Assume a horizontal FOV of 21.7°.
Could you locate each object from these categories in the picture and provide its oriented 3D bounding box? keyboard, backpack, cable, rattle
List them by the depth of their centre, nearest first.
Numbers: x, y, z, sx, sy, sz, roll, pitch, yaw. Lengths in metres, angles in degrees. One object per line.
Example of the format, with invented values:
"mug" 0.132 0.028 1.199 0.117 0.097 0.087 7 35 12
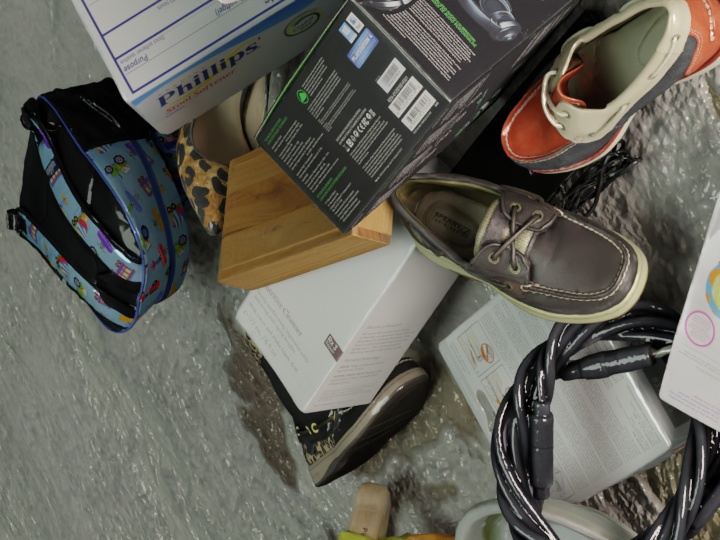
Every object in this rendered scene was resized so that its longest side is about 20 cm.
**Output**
"cable" 0.159 0.120 1.234 0.163 0.051 0.201 42 107 16
"keyboard" 0.137 -0.079 1.285 0.200 0.039 0.105 -50 59 44
"rattle" 0.040 0.268 1.617 0.201 0.141 0.131 90 177 -53
"backpack" -0.221 -0.055 1.719 0.200 0.134 0.183 50 142 27

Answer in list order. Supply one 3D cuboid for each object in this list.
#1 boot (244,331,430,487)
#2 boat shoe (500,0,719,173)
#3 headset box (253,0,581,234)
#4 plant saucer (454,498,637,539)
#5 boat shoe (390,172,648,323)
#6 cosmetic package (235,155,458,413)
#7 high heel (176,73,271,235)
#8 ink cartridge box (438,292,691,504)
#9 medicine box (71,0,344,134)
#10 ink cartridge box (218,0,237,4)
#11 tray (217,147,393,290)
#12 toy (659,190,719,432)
"boot" -0.025 0.082 1.573 0.151 0.073 0.200 60 151 14
"boat shoe" 0.150 -0.119 1.183 0.200 0.062 0.072 -32 73 47
"headset box" 0.051 -0.146 1.228 0.093 0.200 0.174 46 145 4
"plant saucer" 0.164 0.222 1.356 0.199 0.050 0.201 25 146 18
"boat shoe" 0.098 -0.018 1.246 0.199 0.065 0.074 16 81 41
"cosmetic package" 0.000 0.000 1.430 0.113 0.081 0.201 51 127 29
"high heel" -0.101 -0.140 1.488 0.143 0.071 0.202 112 166 -52
"ink cartridge box" 0.149 0.081 1.347 0.163 0.050 0.200 61 151 10
"medicine box" -0.133 -0.241 1.427 0.201 0.181 0.103 60 -177 13
"ink cartridge box" -0.022 -0.262 1.257 0.068 0.199 0.116 -27 86 57
"tray" -0.042 -0.052 1.379 0.199 0.037 0.100 -17 64 56
"toy" 0.261 0.014 1.136 0.115 0.047 0.202 32 126 34
